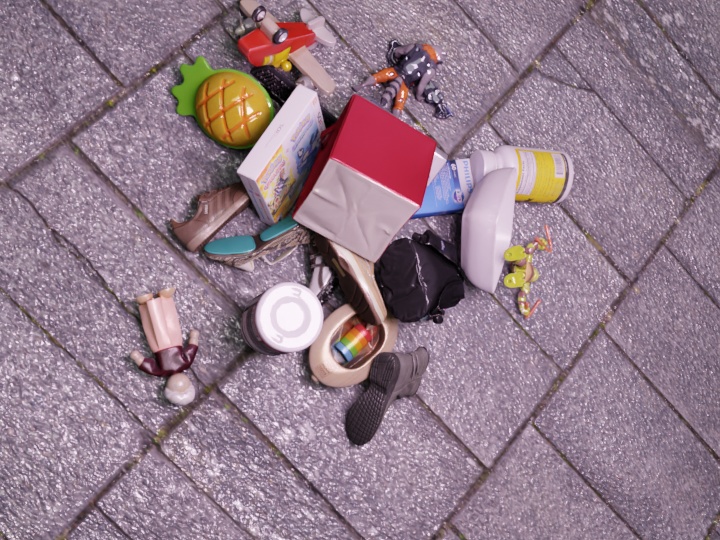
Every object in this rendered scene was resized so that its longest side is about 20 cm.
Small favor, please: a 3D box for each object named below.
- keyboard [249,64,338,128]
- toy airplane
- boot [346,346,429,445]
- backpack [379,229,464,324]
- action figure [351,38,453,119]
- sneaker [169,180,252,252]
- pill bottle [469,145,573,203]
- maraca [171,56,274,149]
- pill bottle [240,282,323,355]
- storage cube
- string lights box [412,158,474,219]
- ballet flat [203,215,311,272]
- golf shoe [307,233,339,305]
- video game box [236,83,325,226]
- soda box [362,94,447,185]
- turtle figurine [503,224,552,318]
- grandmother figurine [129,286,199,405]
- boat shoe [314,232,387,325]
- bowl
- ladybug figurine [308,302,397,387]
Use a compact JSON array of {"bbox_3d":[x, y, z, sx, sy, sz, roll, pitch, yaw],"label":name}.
[{"bbox_3d":[-0.126,-0.313,1.356,0.200,0.127,0.021,35,77,-35],"label":"keyboard"},{"bbox_3d":[-0.145,-0.421,1.380,0.198,0.141,0.201,18,40,-25],"label":"toy airplane"},{"bbox_3d":[0.060,0.236,1.361,0.130,0.068,0.201,4,115,-50],"label":"boot"},{"bbox_3d":[0.115,0.016,1.350,0.200,0.126,0.168,-1,83,-62],"label":"backpack"},{"bbox_3d":[0.109,-0.372,1.460,0.200,0.105,0.194,43,82,-4],"label":"action figure"},{"bbox_3d":[-0.256,-0.124,1.318,0.076,0.070,0.200,45,70,-2],"label":"sneaker"},{"bbox_3d":[0.326,-0.199,1.499,0.199,0.111,0.112,3,81,-18],"label":"pill bottle"},{"bbox_3d":[-0.251,-0.305,1.328,0.199,0.107,0.138,29,106,3],"label":"maraca"},{"bbox_3d":[-0.143,0.089,1.254,0.113,0.200,0.115,3,81,-18],"label":"pill bottle"},{"bbox_3d":[0.006,-0.158,1.266,0.199,0.171,0.180,27,47,-12],"label":"storage cube"},{"bbox_3d":[0.128,-0.160,1.455,0.199,0.059,0.104,-8,85,-19],"label":"string lights box"},{"bbox_3d":[-0.182,-0.039,1.328,0.199,0.068,0.076,-19,126,-5],"label":"ballet flat"},{"bbox_3d":[-0.071,-0.014,1.370,0.094,0.078,0.201,29,72,6],"label":"golf shoe"},{"bbox_3d":[-0.131,-0.202,1.313,0.047,0.182,0.201,26,73,18],"label":"video game box"},{"bbox_3d":[0.069,-0.247,1.378,0.200,0.068,0.064,36,110,-2],"label":"soda box"},{"bbox_3d":[0.332,-0.007,1.474,0.064,0.161,0.201,14,89,29],"label":"turtle figurine"},{"bbox_3d":[-0.336,0.137,1.260,0.121,0.061,0.201,-18,85,-11],"label":"grandmother figurine"},{"bbox_3d":[0.000,0.000,1.309,0.076,0.072,0.201,-32,94,-32],"label":"boat shoe"},{"bbox_3d":[0.244,-0.082,1.398,0.074,0.201,0.200,10,42,19],"label":"bowl"},{"bbox_3d":[-0.019,0.136,1.355,0.200,0.072,0.136,-38,95,-20],"label":"ladybug figurine"}]
